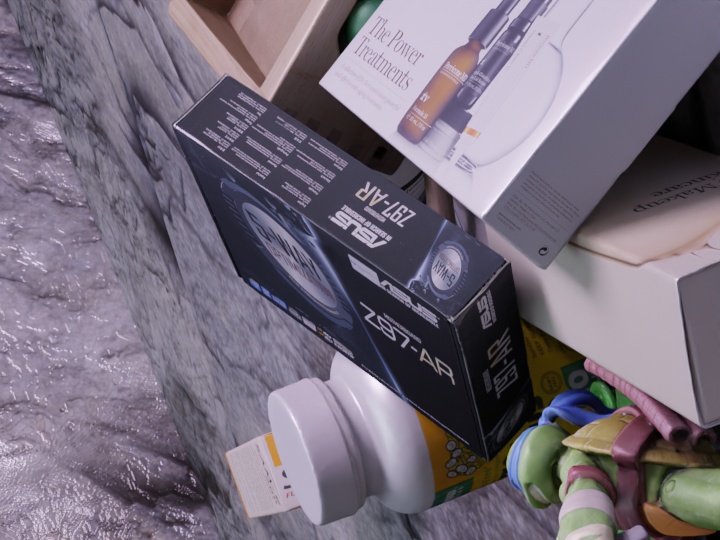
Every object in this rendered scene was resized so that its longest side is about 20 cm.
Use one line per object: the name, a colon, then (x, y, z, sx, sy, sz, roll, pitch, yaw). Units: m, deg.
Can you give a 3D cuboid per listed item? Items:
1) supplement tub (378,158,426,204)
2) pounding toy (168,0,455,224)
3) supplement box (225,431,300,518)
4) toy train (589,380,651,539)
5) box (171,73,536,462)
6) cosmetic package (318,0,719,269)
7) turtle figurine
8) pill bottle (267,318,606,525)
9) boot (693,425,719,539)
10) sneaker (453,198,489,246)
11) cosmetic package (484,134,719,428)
supplement tub: (-0.018, -0.081, 1.220, 0.200, 0.140, 0.140, 96, 150, -58)
pounding toy: (0.006, -0.141, 1.023, 0.184, 0.142, 0.200, -58, 38, 16)
supplement box: (-0.043, 0.175, 1.638, 0.200, 0.126, 0.074, 142, 109, -75)
toy train: (0.173, 0.143, 1.030, 0.056, 0.042, 0.200, 27, 135, 54)
box: (0.000, 0.000, 0.948, 0.200, 0.044, 0.160, 35, 161, 27)
cosmetic package: (0.076, -0.107, 0.857, 0.052, 0.151, 0.200, 38, -176, -33)
turtle figurine: (0.144, 0.139, 0.790, 0.194, 0.200, 0.144, -4, 130, 37)
pill bottle: (0.051, 0.078, 1.059, 0.113, 0.200, 0.113, 161, 90, -74)
boot: (0.182, 0.169, 0.943, 0.158, 0.079, 0.211, 60, 152, 13)
sneaker: (0.084, -0.048, 1.035, 0.071, 0.073, 0.200, 82, 161, -45)
cosmetic package: (0.145, -0.003, 0.828, 0.200, 0.103, 0.073, -149, 43, -65)
